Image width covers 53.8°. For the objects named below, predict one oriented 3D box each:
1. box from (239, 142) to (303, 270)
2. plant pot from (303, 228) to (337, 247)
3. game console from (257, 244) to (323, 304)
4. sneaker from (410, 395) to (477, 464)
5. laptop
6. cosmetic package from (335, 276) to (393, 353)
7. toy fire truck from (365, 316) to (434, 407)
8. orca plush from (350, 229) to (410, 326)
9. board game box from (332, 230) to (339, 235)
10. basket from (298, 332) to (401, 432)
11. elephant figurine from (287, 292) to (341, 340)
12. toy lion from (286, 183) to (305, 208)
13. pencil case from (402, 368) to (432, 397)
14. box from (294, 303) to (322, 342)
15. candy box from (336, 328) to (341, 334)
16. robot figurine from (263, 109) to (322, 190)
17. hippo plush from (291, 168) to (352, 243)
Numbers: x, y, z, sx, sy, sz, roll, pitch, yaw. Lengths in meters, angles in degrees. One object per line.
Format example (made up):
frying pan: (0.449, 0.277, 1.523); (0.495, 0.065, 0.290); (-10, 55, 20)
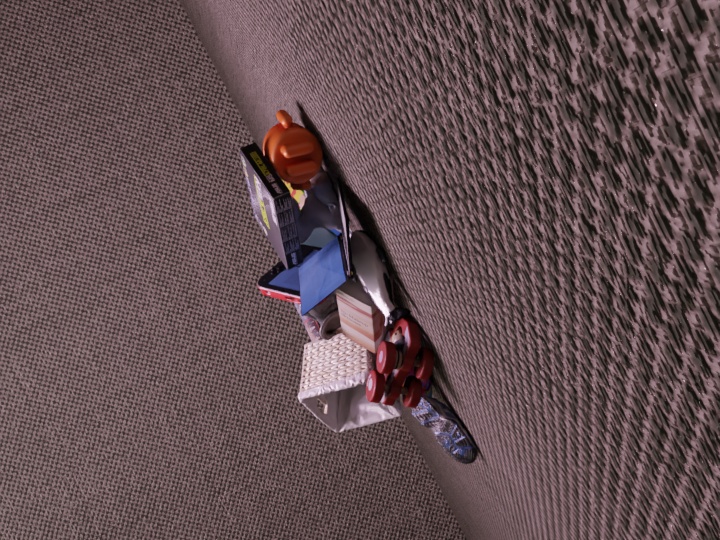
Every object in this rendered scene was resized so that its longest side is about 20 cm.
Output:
box: (-0.189, -0.136, 1.510); (0.203, 0.047, 0.194); (85, 158, -46)
plant pot: (-0.100, -0.033, 1.793); (0.200, 0.141, 0.141); (47, 176, -9)
game console: (-0.116, 0.005, 1.567); (0.197, 0.177, 0.032); (11, 136, 39)
sneaker: (0.205, 0.359, 1.639); (0.076, 0.077, 0.200); (4, -145, -49)
laptop: (-0.079, -0.050, 1.440); (0.189, 0.113, 0.205); (-103, 8, -59)
cosmetic package: (0.012, 0.082, 1.559); (0.102, 0.088, 0.202); (27, 151, 23)
toy fire truck: (0.077, 0.185, 1.528); (0.170, 0.109, 0.203); (-101, 24, -53)
orca plush: (0.047, 0.008, 1.436); (0.201, 0.070, 0.106); (54, 128, 25)
board game box: (-0.106, -0.149, 1.995); (0.203, 0.044, 0.153); (61, 174, 17)
basket: (-0.021, 0.265, 1.722); (0.199, 0.196, 0.164); (50, -149, -44)
elephant figurine: (-0.073, 0.090, 1.651); (0.143, 0.151, 0.204); (-84, -9, -50)
toy lion: (-0.172, -0.236, 1.898); (0.199, 0.067, 0.197); (-18, 86, 62)
pencil case: (0.127, 0.257, 1.694); (0.089, 0.087, 0.201); (57, 173, 30)
box: (-0.106, 0.182, 1.929); (0.203, 0.039, 0.137); (63, -177, 21)
candy box: (0.013, 0.187, 1.912); (0.203, 0.167, 0.077); (59, -173, 2)
robot figurine: (-0.147, -0.251, 1.512); (0.143, 0.117, 0.200); (38, -176, -25)
hippo plush: (-0.128, -0.135, 1.680); (0.203, 0.158, 0.159); (63, 173, -21)
